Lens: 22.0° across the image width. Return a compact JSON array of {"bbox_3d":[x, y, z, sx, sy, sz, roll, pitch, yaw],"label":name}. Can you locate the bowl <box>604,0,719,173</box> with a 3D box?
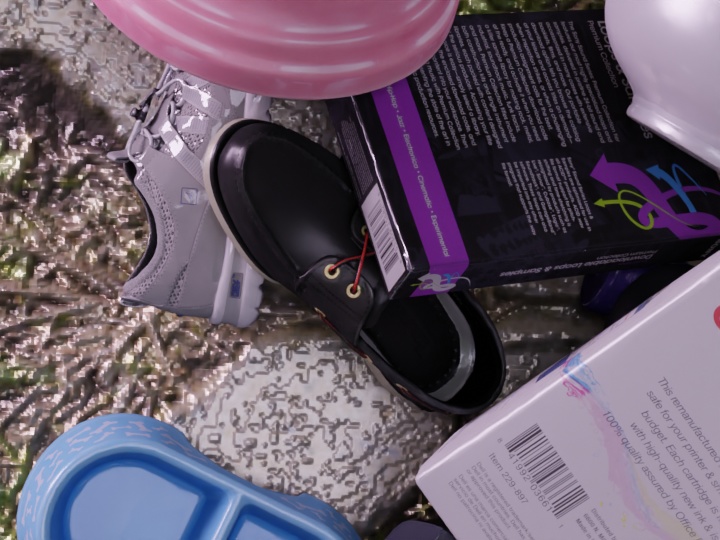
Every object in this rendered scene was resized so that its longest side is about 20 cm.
[{"bbox_3d":[0.194,-0.091,0.910,0.200,0.201,0.091,31,97,-7],"label":"bowl"}]

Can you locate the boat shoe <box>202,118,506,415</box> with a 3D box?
[{"bbox_3d":[0.002,-0.002,0.936,0.074,0.063,0.201,-51,118,-16],"label":"boat shoe"}]

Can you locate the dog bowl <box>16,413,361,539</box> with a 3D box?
[{"bbox_3d":[-0.082,0.152,0.959,0.199,0.050,0.112,27,84,-8],"label":"dog bowl"}]

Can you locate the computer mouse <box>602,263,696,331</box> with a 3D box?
[{"bbox_3d":[0.186,0.095,0.977,0.138,0.053,0.202,-20,107,-12],"label":"computer mouse"}]

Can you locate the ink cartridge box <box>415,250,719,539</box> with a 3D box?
[{"bbox_3d":[0.152,0.095,0.896,0.200,0.087,0.146,-38,87,25],"label":"ink cartridge box"}]

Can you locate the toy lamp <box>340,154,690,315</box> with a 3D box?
[{"bbox_3d":[0.084,-0.026,0.990,0.199,0.058,0.059,24,85,-6],"label":"toy lamp"}]

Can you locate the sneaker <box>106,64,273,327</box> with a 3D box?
[{"bbox_3d":[-0.089,-0.071,0.951,0.081,0.075,0.202,0,89,-11],"label":"sneaker"}]

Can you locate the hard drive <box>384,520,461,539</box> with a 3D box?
[{"bbox_3d":[0.008,0.230,0.944,0.135,0.042,0.201,39,82,-46],"label":"hard drive"}]

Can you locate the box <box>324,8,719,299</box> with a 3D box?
[{"bbox_3d":[0.086,-0.064,0.949,0.198,0.036,0.144,-6,65,-25],"label":"box"}]

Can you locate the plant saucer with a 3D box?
[{"bbox_3d":[-0.043,-0.171,0.918,0.199,0.051,0.202,9,48,-10],"label":"plant saucer"}]
